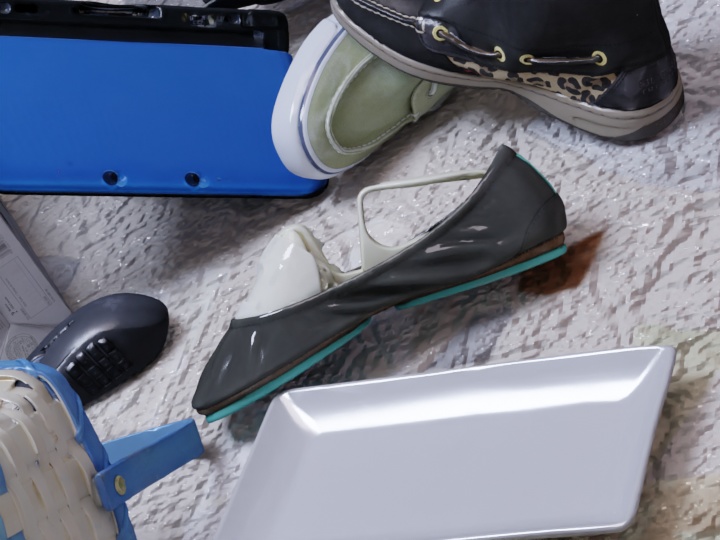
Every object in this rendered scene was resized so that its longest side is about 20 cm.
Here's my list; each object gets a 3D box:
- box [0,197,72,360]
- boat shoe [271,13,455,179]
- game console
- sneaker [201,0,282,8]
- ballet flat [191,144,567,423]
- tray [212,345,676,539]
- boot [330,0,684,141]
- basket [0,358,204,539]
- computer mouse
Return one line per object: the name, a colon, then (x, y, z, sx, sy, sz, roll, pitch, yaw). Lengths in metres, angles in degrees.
box: (-0.232, -0.032, 1.221, 0.060, 0.117, 0.200, -35, 34, -4)
boat shoe: (0.028, -0.121, 1.191, 0.062, 0.072, 0.200, 5, 42, 43)
game console: (-0.140, -0.086, 1.221, 0.199, 0.119, 0.171, 1, -8, -24)
sneaker: (-0.028, -0.200, 1.314, 0.199, 0.060, 0.104, -26, -2, 11)
ballet flat: (0.000, 0.000, 1.043, 0.199, 0.069, 0.068, -26, 3, -1)
tray: (0.036, 0.085, 0.946, 0.199, 0.022, 0.108, -9, 37, 28)
boot: (0.068, -0.155, 1.087, 0.200, 0.151, 0.073, 27, 59, 26)
basket: (-0.173, 0.112, 0.973, 0.176, 0.140, 0.200, -19, -1, 13)
computer mouse: (-0.187, 0.066, 1.127, 0.200, 0.034, 0.059, -32, 34, -5)
